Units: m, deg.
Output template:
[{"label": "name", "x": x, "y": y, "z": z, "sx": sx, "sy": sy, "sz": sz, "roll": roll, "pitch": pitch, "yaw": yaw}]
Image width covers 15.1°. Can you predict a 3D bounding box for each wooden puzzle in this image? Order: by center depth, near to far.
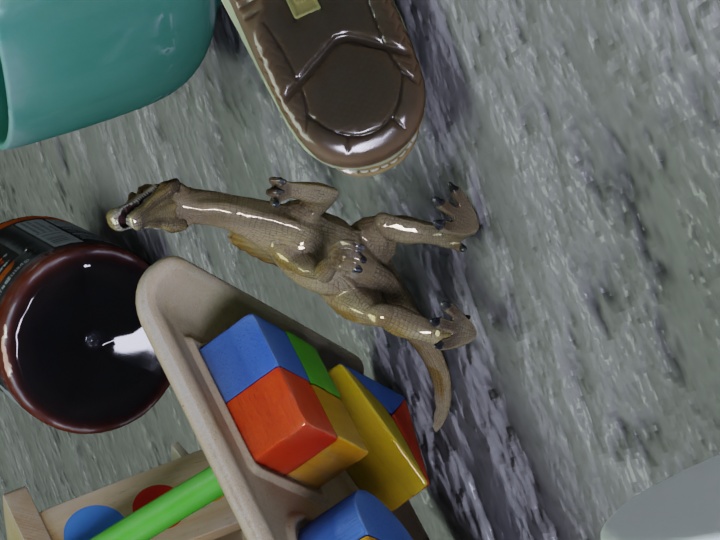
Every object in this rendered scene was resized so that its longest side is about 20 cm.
[{"label": "wooden puzzle", "x": 0.002, "y": 0.096, "z": 1.066, "sx": 0.185, "sy": 0.046, "sz": 0.200, "roll": 33, "pitch": -150, "yaw": -59}]

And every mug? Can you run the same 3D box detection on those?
[{"label": "mug", "x": -0.125, "y": -0.146, "z": 1.192, "sx": 0.185, "sy": 0.114, "sz": 0.152, "roll": 124, "pitch": 125, "yaw": -69}]

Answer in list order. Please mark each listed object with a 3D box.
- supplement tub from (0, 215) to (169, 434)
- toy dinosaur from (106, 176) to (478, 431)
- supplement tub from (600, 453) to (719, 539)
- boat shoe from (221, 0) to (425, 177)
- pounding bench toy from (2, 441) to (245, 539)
[{"label": "supplement tub", "x": -0.176, "y": 0.026, "z": 1.560, "sx": 0.200, "sy": 0.107, "sz": 0.107, "roll": -160, "pitch": 53, "yaw": -69}, {"label": "toy dinosaur", "x": 0.000, "y": 0.000, "z": 1.023, "sx": 0.101, "sy": 0.200, "sz": 0.058, "roll": 0, "pitch": 66, "yaw": 47}, {"label": "supplement tub", "x": 0.143, "y": 0.133, "z": 0.615, "sx": 0.132, "sy": 0.132, "sz": 0.201, "roll": 168, "pitch": 82, "yaw": -73}, {"label": "boat shoe", "x": -0.031, "y": -0.127, "z": 1.004, "sx": 0.076, "sy": 0.071, "sz": 0.201, "roll": 63, "pitch": -170, "yaw": -82}, {"label": "pounding bench toy", "x": -0.102, "y": 0.151, "z": 1.373, "sx": 0.200, "sy": 0.156, "sz": 0.124, "roll": 93, "pitch": 153, "yaw": -51}]
